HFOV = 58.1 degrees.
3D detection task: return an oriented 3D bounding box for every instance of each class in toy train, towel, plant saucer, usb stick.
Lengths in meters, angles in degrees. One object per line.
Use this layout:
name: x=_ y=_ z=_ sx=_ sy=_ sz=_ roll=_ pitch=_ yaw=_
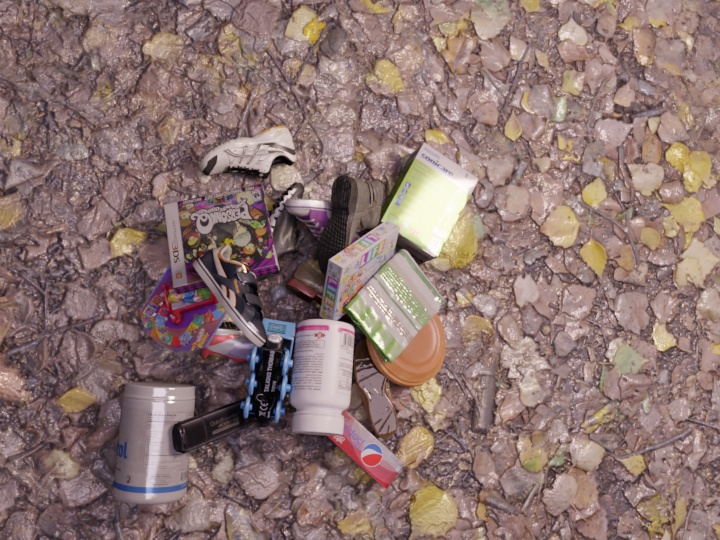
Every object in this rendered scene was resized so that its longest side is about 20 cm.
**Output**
toy train: x=-0.169 y=0.192 z=1.206 sx=0.086 sy=0.115 sz=0.202 roll=10 pitch=115 yaw=-3
towel: x=0.069 y=0.068 z=1.297 sx=0.150 sy=0.031 sz=0.200 roll=51 pitch=57 yaw=-7
plant saucer: x=0.102 y=0.136 z=1.333 sx=0.199 sy=0.037 sz=0.202 roll=12 pitch=69 yaw=-32
usb stick: x=-0.265 y=0.283 z=1.197 sx=0.199 sy=0.032 sz=0.056 roll=-9 pitch=88 yaw=-57

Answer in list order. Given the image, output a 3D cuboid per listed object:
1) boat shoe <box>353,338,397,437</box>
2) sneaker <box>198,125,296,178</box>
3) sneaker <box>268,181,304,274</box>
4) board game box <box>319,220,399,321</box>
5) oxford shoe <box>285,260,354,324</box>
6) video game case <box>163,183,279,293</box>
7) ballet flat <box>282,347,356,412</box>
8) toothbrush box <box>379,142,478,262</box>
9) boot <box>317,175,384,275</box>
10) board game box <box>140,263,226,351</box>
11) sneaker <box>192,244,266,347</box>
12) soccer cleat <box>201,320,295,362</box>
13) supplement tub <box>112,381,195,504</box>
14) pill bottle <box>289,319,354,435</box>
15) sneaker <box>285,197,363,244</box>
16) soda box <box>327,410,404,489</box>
boat shoe: x=0.029 y=0.240 z=1.326 sx=0.071 sy=0.065 sz=0.202 roll=-13 pitch=79 yaw=-8
sneaker: x=-0.220 y=-0.220 z=1.297 sx=0.198 sy=0.076 sz=0.088 roll=-23 pitch=90 yaw=-15
sneaker: x=-0.153 y=-0.080 z=1.310 sx=0.090 sy=0.066 sz=0.201 roll=31 pitch=79 yaw=-16
board game box: x=0.000 y=0.000 z=1.264 sx=0.034 sy=0.135 sz=0.200 roll=28 pitch=39 yaw=23
oxford shoe: x=-0.049 y=0.049 z=1.321 sx=0.199 sy=0.070 sz=0.075 roll=30 pitch=71 yaw=-12
video game case: x=-0.268 y=-0.063 z=1.239 sx=0.198 sy=0.036 sz=0.183 roll=-12 pitch=67 yaw=-4
ballet flat: x=-0.079 y=0.220 z=1.295 sx=0.199 sy=0.072 sz=0.072 roll=-32 pitch=93 yaw=-16
toothbrush box: x=0.137 y=-0.142 z=1.379 sx=0.145 sy=0.086 sz=0.201 roll=30 pitch=79 yaw=-9
boot: x=-0.008 y=-0.085 z=1.273 sx=0.130 sy=0.067 sz=0.202 roll=3 pitch=103 yaw=-52
board game box: x=-0.328 y=0.051 z=1.229 sx=0.157 sy=0.039 sz=0.201 roll=27 pitch=77 yaw=13
sneaker: x=-0.212 y=0.038 z=1.139 sx=0.079 sy=0.078 sz=0.200 roll=-38 pitch=74 yaw=-5
soccer cleat: x=-0.212 y=0.149 z=1.275 sx=0.198 sy=0.068 sz=0.074 roll=12 pitch=98 yaw=-13
supplement tub: x=-0.373 y=0.309 z=1.176 sx=0.130 sy=0.132 sz=0.202 roll=5 pitch=82 yaw=-14
pill bottle: x=-0.073 y=0.200 z=1.206 sx=0.112 sy=0.113 sz=0.202 roll=8 pitch=72 yaw=-14
sneaker: x=-0.071 y=-0.077 z=1.296 sx=0.199 sy=0.072 sz=0.116 roll=14 pitch=87 yaw=-40
soda box: x=-0.008 y=0.344 z=1.300 sx=0.200 sy=0.070 sz=0.064 roll=43 pitch=77 yaw=-7
